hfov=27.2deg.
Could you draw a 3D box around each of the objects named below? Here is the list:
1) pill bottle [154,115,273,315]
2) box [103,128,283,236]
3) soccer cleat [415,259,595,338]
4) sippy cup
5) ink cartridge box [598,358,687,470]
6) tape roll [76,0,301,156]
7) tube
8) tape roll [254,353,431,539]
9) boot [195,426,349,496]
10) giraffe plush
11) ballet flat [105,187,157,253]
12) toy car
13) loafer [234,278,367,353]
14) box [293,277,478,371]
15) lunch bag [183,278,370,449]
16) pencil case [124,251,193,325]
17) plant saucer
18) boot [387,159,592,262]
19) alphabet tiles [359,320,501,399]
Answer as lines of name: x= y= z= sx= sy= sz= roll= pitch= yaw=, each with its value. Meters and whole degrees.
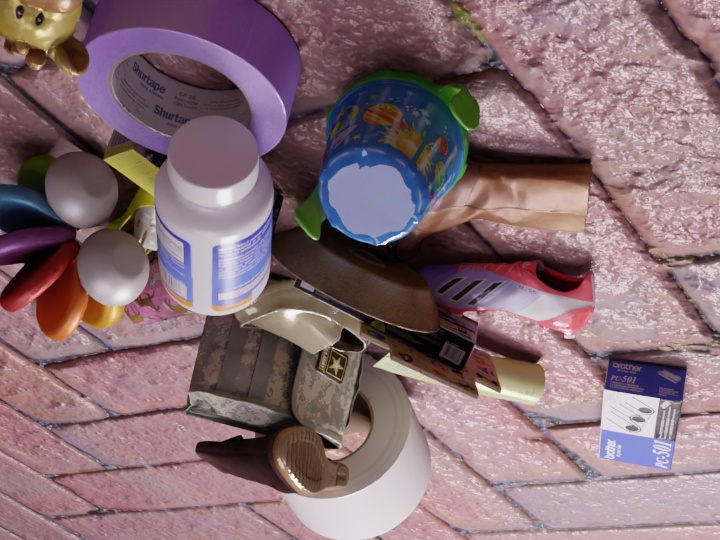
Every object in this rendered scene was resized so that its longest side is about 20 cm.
pill bottle: x=-0.137 y=-0.053 z=1.400 sx=0.111 sy=0.113 sz=0.200 roll=12 pitch=147 yaw=2
box: x=-0.167 y=-0.093 z=1.519 sx=0.050 sy=0.076 sz=0.200 roll=-13 pitch=143 yaw=39
soccer cleat: x=0.155 y=0.014 z=1.598 sx=0.199 sy=0.067 sz=0.077 roll=14 pitch=120 yaw=11
sippy cup: x=0.022 y=-0.093 z=1.331 sx=0.139 sy=0.131 sz=0.179 roll=18 pitch=121 yaw=3
ink cartridge box: x=0.341 y=0.177 z=1.808 sx=0.093 sy=0.044 sz=0.200 roll=9 pitch=151 yaw=12
tape roll: x=-0.157 y=-0.182 z=1.368 sx=0.199 sy=0.066 sz=0.201 roll=11 pitch=151 yaw=6
tube: x=0.121 y=0.117 z=1.757 sx=0.199 sy=0.052 sz=0.058 roll=11 pitch=114 yaw=-17
tape roll: x=-0.020 y=0.222 z=1.877 sx=0.201 sy=0.204 sz=0.139 roll=3 pitch=150 yaw=18
boot: x=-0.118 y=0.219 z=1.706 sx=0.165 sy=0.073 sz=0.200 roll=4 pitch=163 yaw=20
giraffe plush: x=-0.255 y=-0.253 z=1.181 sx=0.171 sy=0.163 sz=0.200 roll=13 pitch=151 yaw=0
ballet flat: x=-0.234 y=-0.045 z=1.636 sx=0.067 sy=0.067 sz=0.200 roll=25 pitch=149 yaw=-22
toy car: x=-0.335 y=-0.022 z=1.590 sx=0.149 sy=0.201 sz=0.175 roll=-23 pitch=-179 yaw=-41
loafer: x=-0.056 y=0.056 z=1.653 sx=0.199 sy=0.069 sz=0.075 roll=5 pitch=156 yaw=-42
box: x=0.030 y=0.038 z=1.601 sx=0.199 sy=0.035 sz=0.110 roll=26 pitch=-168 yaw=0
lunch bag: x=-0.092 y=0.107 z=1.741 sx=0.199 sy=0.165 sz=0.118 roll=15 pitch=156 yaw=-5
pencil case: x=-0.195 y=0.005 z=1.683 sx=0.199 sy=0.086 sz=0.083 roll=-17 pitch=103 yaw=44
plant saucer: x=0.000 y=0.000 z=1.523 sx=0.199 sy=0.036 sz=0.200 roll=26 pitch=-168 yaw=-6
boot: x=0.127 y=-0.061 z=1.491 sx=0.198 sy=0.069 sz=0.189 roll=3 pitch=146 yaw=-1
alphabet tiles: x=0.074 y=0.086 z=1.593 sx=0.166 sy=0.008 sz=0.200 roll=25 pitch=-168 yaw=-6
